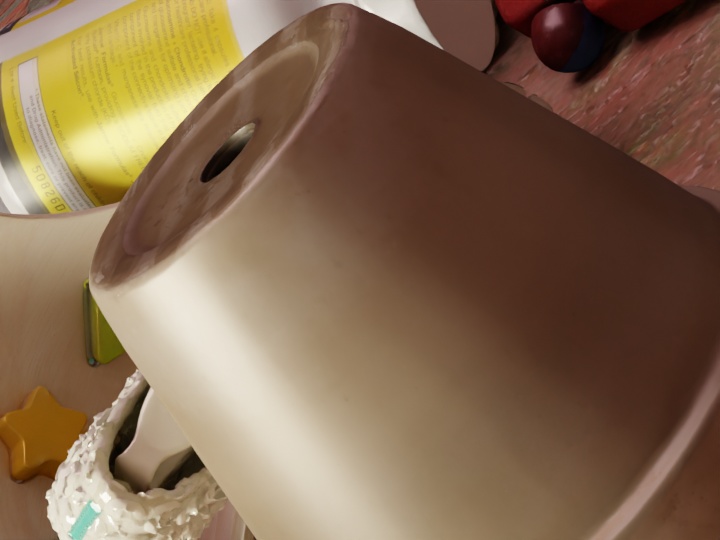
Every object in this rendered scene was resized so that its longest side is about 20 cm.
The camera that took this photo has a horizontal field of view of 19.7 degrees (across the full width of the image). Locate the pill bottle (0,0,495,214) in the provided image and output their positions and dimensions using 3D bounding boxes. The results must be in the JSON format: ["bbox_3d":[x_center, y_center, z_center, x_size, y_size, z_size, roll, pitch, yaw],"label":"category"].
[{"bbox_3d":[-0.051,-0.082,0.839,0.199,0.112,0.112,-20,30,27],"label":"pill bottle"}]

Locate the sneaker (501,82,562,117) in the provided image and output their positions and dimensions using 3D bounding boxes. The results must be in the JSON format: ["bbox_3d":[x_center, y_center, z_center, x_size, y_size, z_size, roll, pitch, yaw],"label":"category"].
[{"bbox_3d":[0.000,0.000,0.859,0.200,0.078,0.090,-35,27,35],"label":"sneaker"}]

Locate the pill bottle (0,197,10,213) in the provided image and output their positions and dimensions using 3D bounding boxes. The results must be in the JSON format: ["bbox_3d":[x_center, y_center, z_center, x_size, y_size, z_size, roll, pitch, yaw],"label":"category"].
[{"bbox_3d":[-0.197,0.031,0.920,0.200,0.113,0.113,-45,15,-32],"label":"pill bottle"}]

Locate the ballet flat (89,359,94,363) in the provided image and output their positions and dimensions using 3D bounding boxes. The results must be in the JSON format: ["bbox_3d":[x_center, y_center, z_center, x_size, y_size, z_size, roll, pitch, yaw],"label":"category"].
[{"bbox_3d":[-0.130,0.113,0.912,0.067,0.070,0.201,-111,28,-49],"label":"ballet flat"}]

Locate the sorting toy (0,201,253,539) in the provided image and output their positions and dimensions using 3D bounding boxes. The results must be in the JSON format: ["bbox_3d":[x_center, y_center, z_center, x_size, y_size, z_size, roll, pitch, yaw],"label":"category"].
[{"bbox_3d":[-0.119,0.056,0.786,0.107,0.179,0.201,-39,37,55],"label":"sorting toy"}]

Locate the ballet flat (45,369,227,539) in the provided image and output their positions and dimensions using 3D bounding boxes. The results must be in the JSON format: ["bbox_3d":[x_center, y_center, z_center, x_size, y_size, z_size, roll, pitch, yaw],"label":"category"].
[{"bbox_3d":[-0.034,0.028,0.739,0.200,0.072,0.072,-50,18,-28],"label":"ballet flat"}]

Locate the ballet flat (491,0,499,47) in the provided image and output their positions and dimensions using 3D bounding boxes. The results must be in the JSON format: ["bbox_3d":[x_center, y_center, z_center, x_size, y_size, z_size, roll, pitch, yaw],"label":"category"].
[{"bbox_3d":[0.043,-0.152,1.108,0.062,0.068,0.200,-16,29,6],"label":"ballet flat"}]

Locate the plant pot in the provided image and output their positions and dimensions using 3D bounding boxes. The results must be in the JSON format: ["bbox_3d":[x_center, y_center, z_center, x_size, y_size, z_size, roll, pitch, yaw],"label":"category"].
[{"bbox_3d":[0.018,0.016,0.641,0.200,0.173,0.200,-41,20,18],"label":"plant pot"}]

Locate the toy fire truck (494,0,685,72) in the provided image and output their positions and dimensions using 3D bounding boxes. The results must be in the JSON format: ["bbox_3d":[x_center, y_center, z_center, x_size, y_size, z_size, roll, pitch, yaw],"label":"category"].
[{"bbox_3d":[0.118,-0.179,0.923,0.200,0.112,0.169,-29,45,46],"label":"toy fire truck"}]
